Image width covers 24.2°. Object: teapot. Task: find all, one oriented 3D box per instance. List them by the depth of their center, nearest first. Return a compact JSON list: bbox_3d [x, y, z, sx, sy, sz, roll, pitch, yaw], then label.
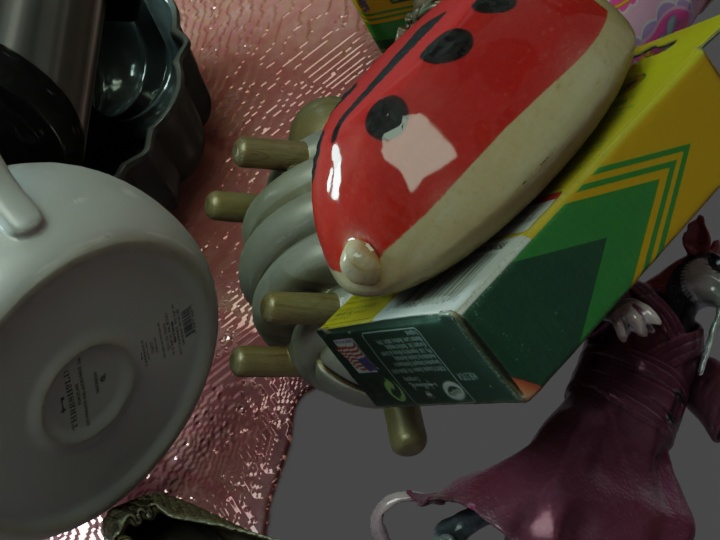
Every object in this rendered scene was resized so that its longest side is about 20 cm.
[{"bbox_3d":[-0.177,0.022,0.820,0.146,0.197,0.201,34,99,33],"label":"teapot"}]

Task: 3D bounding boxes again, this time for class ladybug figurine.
[{"bbox_3d":[0.041,-0.066,0.713,0.135,0.072,0.200,-25,20,44],"label":"ladybug figurine"}]

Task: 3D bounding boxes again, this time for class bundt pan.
[{"bbox_3d":[-0.176,-0.079,0.999,0.200,0.076,0.203,-13,54,18],"label":"bundt pan"}]

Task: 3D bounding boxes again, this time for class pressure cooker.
[{"bbox_3d":[-0.226,-0.137,0.902,0.178,0.176,0.201,-24,47,32],"label":"pressure cooker"}]

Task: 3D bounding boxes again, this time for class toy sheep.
[{"bbox_3d":[0.000,0.000,0.822,0.137,0.138,0.202,-18,62,15],"label":"toy sheep"}]

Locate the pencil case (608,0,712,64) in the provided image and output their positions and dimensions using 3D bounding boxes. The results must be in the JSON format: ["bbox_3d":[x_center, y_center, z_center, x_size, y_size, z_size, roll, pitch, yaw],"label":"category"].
[{"bbox_3d":[0.132,-0.127,0.873,0.087,0.088,0.201,20,67,35],"label":"pencil case"}]

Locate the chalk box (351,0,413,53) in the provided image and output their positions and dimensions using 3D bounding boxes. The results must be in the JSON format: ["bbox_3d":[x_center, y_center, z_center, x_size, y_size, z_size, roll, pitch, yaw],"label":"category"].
[{"bbox_3d":[0.057,-0.247,0.967,0.199,0.125,0.124,-31,49,6],"label":"chalk box"}]

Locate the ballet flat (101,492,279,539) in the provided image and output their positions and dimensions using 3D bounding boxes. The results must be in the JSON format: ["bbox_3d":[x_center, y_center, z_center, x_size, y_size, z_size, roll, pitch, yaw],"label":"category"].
[{"bbox_3d":[-0.050,0.150,0.797,0.199,0.046,0.068,19,68,35],"label":"ballet flat"}]

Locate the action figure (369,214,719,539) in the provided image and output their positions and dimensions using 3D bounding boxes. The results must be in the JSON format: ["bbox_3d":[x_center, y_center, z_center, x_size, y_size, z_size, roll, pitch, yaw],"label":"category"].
[{"bbox_3d":[0.120,0.068,0.755,0.149,0.134,0.201,-19,37,58],"label":"action figure"}]

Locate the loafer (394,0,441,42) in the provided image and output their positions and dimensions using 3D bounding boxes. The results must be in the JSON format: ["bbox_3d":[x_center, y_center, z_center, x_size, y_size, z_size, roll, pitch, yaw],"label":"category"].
[{"bbox_3d":[0.060,-0.155,0.891,0.200,0.063,0.072,-53,2,24],"label":"loafer"}]

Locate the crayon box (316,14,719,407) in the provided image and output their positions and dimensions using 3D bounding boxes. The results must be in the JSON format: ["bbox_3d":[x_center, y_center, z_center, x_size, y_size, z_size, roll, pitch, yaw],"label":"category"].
[{"bbox_3d":[0.086,-0.025,0.727,0.200,0.051,0.127,-46,15,-22],"label":"crayon box"}]
